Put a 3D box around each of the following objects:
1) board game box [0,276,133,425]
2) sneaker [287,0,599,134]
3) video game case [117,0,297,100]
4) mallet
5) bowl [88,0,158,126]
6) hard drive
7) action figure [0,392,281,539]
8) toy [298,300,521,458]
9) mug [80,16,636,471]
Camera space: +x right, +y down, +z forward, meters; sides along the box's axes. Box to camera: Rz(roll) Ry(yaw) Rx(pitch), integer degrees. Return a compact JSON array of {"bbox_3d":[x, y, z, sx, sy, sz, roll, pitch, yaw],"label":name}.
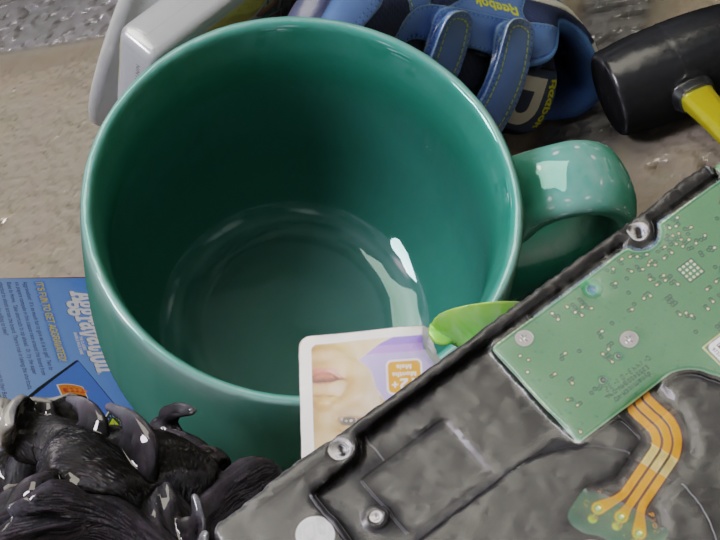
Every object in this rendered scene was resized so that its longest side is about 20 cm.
[{"bbox_3d":[-0.133,0.056,0.852,0.102,0.020,0.200,-1,28,-17],"label":"board game box"},{"bbox_3d":[0.036,-0.090,0.896,0.082,0.074,0.200,43,30,20],"label":"sneaker"},{"bbox_3d":[-0.026,-0.091,0.914,0.023,0.182,0.200,40,61,17],"label":"video game case"},{"bbox_3d":[0.165,-0.048,0.860,0.066,0.041,0.200,-27,37,-12],"label":"mallet"},{"bbox_3d":[-0.043,-0.140,1.013,0.090,0.202,0.201,26,44,1],"label":"bowl"},{"bbox_3d":[0.081,0.065,0.563,0.200,0.038,0.140,-36,65,-17],"label":"hard drive"},{"bbox_3d":[-0.101,0.082,0.696,0.118,0.103,0.199,-9,22,-41],"label":"action figure"},{"bbox_3d":[0.040,0.101,0.592,0.114,0.047,0.201,-5,65,5],"label":"toy"},{"bbox_3d":[-0.008,0.007,0.791,0.184,0.115,0.153,21,64,6],"label":"mug"}]
